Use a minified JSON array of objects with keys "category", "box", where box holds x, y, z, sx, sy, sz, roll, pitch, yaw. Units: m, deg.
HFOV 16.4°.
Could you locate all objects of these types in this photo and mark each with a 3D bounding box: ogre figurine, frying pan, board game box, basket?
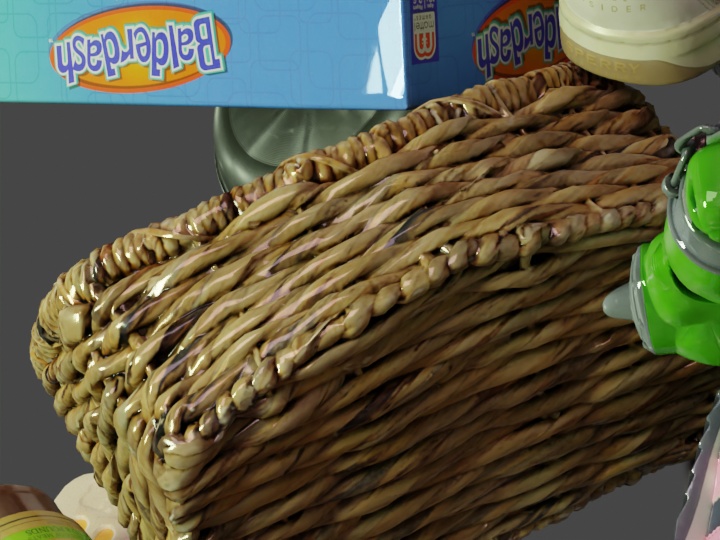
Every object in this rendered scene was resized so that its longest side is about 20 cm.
[{"category":"ogre figurine","box":[0.152,0.003,0.673,0.120,0.199,0.099,-28,76,58]},{"category":"frying pan","box":[0.014,-0.094,0.940,0.190,0.031,0.115,-47,49,5]},{"category":"board game box","box":[-0.026,-0.083,0.843,0.199,0.152,0.045,4,101,35]},{"category":"basket","box":[0.000,0.000,0.775,0.199,0.143,0.149,-23,49,-14]}]

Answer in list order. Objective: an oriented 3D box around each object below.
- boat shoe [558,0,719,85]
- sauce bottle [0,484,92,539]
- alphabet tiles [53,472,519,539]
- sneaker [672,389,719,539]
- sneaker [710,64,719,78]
[{"category":"boat shoe","box":[0.124,-0.136,0.784,0.072,0.065,0.200,19,46,30]},{"category":"sauce bottle","box":[-0.068,0.143,0.740,0.065,0.065,0.200,-47,52,1]},{"category":"alphabet tiles","box":[-0.034,0.129,0.791,0.199,0.015,0.196,15,57,28]},{"category":"sneaker","box":[0.136,0.081,0.743,0.082,0.070,0.201,15,71,16]},{"category":"sneaker","box":[0.170,-0.073,0.796,0.085,0.077,0.200,-35,52,-1]}]
